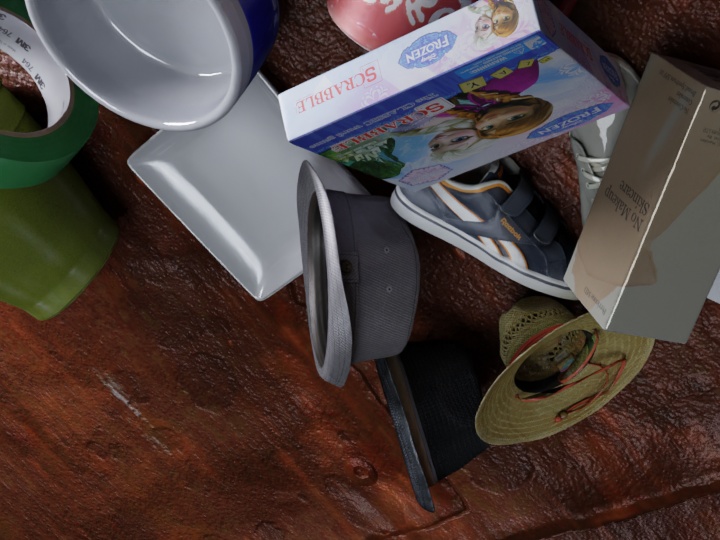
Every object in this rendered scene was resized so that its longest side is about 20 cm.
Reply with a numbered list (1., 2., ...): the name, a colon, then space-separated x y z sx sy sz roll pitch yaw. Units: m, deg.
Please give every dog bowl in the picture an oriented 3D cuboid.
1. dog bowl: -0.170 -0.217 0.917 0.199 0.079 0.201 18 141 15

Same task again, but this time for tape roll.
1. tape roll: -0.338 -0.171 1.011 0.200 0.201 0.048 45 129 -11

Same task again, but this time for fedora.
1. fedora: 0.000 0.000 0.994 0.090 0.201 0.177 -4 159 -10
2. fedora: 0.073 0.128 1.079 0.091 0.201 0.202 -17 119 0

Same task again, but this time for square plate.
1. square plate: -0.102 -0.085 1.081 0.198 0.028 0.200 -32 106 38

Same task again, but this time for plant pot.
1. plant pot: -0.356 -0.056 1.128 0.200 0.201 0.193 -28 122 36

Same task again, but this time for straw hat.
1. straw hat: 0.169 0.070 1.026 0.085 0.200 0.202 58 141 34

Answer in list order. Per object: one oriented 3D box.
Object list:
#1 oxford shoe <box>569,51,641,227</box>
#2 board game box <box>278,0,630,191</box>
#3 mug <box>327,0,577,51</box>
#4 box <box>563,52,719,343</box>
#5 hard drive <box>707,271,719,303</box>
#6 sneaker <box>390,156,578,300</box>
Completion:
1. oxford shoe: 0.210 -0.083 0.926 0.075 0.058 0.201 2 123 25
2. board game box: 0.075 -0.126 0.829 0.199 0.199 0.041 -20 74 27
3. mug: 0.084 -0.267 0.829 0.134 0.177 0.201 50 134 33
4. box: 0.239 -0.054 0.863 0.077 0.095 0.201 10 112 -18
5. hard drive: 0.336 -0.053 0.911 0.131 0.026 0.201 26 130 5
6. sneaker: 0.130 -0.047 0.974 0.199 0.079 0.080 26 118 -5
